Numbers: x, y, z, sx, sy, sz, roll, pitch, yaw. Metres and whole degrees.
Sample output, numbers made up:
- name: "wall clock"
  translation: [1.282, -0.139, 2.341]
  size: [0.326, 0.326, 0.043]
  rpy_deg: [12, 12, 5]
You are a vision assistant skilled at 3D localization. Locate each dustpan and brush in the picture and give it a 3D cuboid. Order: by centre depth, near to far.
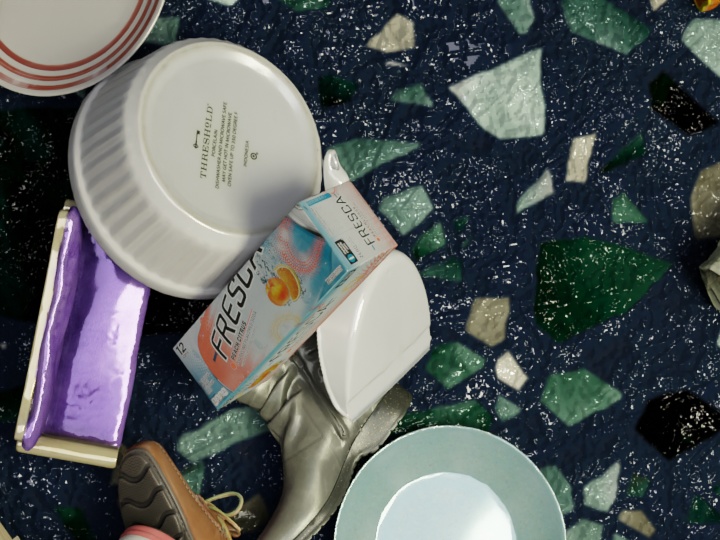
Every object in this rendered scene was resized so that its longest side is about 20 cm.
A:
- name: "dustpan and brush"
  translation: [0.000, 0.000, 1.132]
  size: [0.057, 0.139, 0.203]
  rpy_deg: [15, 124, 29]

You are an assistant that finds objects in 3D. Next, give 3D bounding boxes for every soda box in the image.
- name: "soda box"
  translation: [-0.061, 0.021, 1.068]
  size: [0.064, 0.200, 0.068]
  rpy_deg: [51, 39, 10]

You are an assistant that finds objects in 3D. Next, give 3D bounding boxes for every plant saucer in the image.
- name: "plant saucer"
  translation: [0.074, 0.234, 1.191]
  size: [0.198, 0.039, 0.204]
  rpy_deg: [1, 80, -5]

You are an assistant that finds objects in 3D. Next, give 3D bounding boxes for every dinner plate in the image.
- name: "dinner plate"
  translation: [-0.238, -0.236, 1.121]
  size: [0.197, 0.024, 0.204]
  rpy_deg: [-2, 81, 14]

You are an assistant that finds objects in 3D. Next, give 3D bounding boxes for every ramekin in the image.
- name: "ramekin"
  translation: [-0.119, -0.086, 1.096]
  size: [0.200, 0.094, 0.205]
  rpy_deg: [12, 67, -30]

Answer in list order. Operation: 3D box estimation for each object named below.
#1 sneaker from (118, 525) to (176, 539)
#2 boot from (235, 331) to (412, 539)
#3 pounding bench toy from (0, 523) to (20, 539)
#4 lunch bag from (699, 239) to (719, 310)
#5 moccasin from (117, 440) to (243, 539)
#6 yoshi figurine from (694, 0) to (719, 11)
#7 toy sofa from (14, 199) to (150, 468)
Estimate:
- name: "sneaker"
  translation: [-0.170, 0.303, 1.112]
  size: [0.073, 0.087, 0.203]
  rpy_deg: [1, 118, 28]
- name: "boot"
  translation: [-0.060, 0.137, 1.168]
  size: [0.130, 0.068, 0.201]
  rpy_deg: [39, 73, -4]
- name: "pounding bench toy"
  translation: [-0.299, 0.250, 1.089]
  size: [0.124, 0.199, 0.157]
  rpy_deg: [-43, 80, 29]
- name: "lunch bag"
  translation: [0.402, 0.004, 1.216]
  size: [0.164, 0.118, 0.200]
  rpy_deg: [-45, 102, -5]
- name: "moccasin"
  translation: [-0.130, 0.224, 1.150]
  size: [0.073, 0.078, 0.203]
  rpy_deg: [-27, 102, 35]
- name: "yoshi figurine"
  translation: [0.371, -0.310, 1.232]
  size: [0.198, 0.113, 0.113]
  rpy_deg: [-26, 54, 5]
- name: "toy sofa"
  translation: [-0.215, 0.050, 1.121]
  size: [0.082, 0.098, 0.203]
  rpy_deg: [11, 88, -9]
